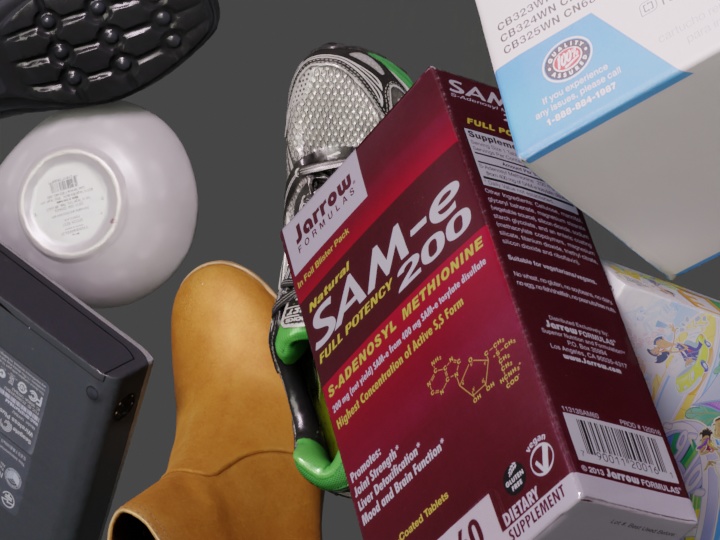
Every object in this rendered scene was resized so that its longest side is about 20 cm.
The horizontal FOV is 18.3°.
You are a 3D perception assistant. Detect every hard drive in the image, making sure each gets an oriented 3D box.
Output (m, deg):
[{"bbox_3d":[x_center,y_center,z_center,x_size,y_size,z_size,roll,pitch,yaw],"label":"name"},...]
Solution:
[{"bbox_3d":[-0.177,0.085,1.040,0.140,0.033,0.200,35,126,21],"label":"hard drive"}]

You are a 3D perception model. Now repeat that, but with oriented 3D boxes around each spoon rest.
[{"bbox_3d":[-0.171,-0.022,1.071,0.200,0.061,0.099,-12,86,14],"label":"spoon rest"}]

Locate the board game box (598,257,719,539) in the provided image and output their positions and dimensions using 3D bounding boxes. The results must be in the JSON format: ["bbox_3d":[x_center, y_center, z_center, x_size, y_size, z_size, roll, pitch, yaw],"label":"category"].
[{"bbox_3d":[0.110,0.107,0.881,0.200,0.134,0.034,-66,23,13],"label":"board game box"}]

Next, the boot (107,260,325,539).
[{"bbox_3d":[-0.064,0.090,0.958,0.071,0.144,0.201,-23,80,25],"label":"boot"}]

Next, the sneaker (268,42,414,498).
[{"bbox_3d":[0.000,0.000,0.957,0.078,0.085,0.200,-10,85,27],"label":"sneaker"}]

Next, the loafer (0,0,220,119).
[{"bbox_3d":[-0.161,-0.106,1.050,0.201,0.070,0.068,-17,116,12],"label":"loafer"}]

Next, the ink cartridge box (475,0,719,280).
[{"bbox_3d":[0.119,-0.126,0.846,0.129,0.125,0.200,-29,55,24],"label":"ink cartridge box"}]

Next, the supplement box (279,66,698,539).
[{"bbox_3d":[0.041,0.035,0.830,0.109,0.061,0.200,-47,44,33],"label":"supplement box"}]
